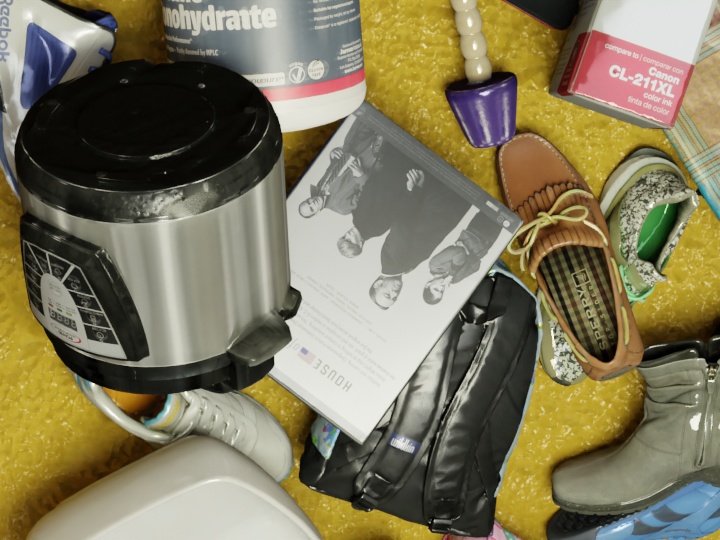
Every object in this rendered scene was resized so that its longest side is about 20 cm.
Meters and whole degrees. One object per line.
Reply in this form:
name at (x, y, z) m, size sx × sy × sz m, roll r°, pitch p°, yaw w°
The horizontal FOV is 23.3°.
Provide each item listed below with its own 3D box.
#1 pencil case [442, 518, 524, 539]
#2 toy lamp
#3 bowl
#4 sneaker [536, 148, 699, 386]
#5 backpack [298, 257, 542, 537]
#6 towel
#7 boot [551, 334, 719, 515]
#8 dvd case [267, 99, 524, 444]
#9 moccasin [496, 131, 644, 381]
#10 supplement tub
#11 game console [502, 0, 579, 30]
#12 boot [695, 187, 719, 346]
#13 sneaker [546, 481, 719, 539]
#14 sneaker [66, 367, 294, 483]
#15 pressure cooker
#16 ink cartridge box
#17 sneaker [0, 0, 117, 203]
pencil case at (0.150, 0.268, 1.425) m, size 0.200 × 0.087 × 0.088 m, roll 32°, pitch 94°, yaw -19°
toy lamp at (0.079, -0.191, 1.301) m, size 0.058 × 0.058 × 0.201 m, roll -15°, pitch 105°, yaw -11°
bowl at (-0.139, 0.204, 1.298) m, size 0.199 × 0.075 × 0.200 m, roll -29°, pitch 138°, yaw 9°
sneaker at (0.201, 0.003, 1.365) m, size 0.077 × 0.089 × 0.201 m, roll 23°, pitch 98°, yaw -19°
backpack at (0.056, 0.077, 1.329) m, size 0.162 × 0.154 × 0.201 m, roll 16°, pitch 113°, yaw -10°
towel at (0.306, -0.127, 1.351) m, size 0.146 × 0.022 × 0.201 m, roll -31°, pitch 84°, yaw -5°
boot at (0.235, 0.114, 1.384) m, size 0.199 × 0.068 × 0.131 m, roll -14°, pitch 118°, yaw 13°
dvd case at (0.000, 0.000, 1.250) m, size 0.150 × 0.025 × 0.200 m, roll 37°, pitch 84°, yaw -1°
moccasin at (0.152, -0.014, 1.318) m, size 0.073 × 0.078 × 0.202 m, roll -18°, pitch 74°, yaw 10°
supplement tub at (-0.070, -0.204, 1.211) m, size 0.140 × 0.140 × 0.201 m, roll -8°, pitch 106°, yaw -13°
game console at (0.119, -0.296, 1.259) m, size 0.176 × 0.031 × 0.201 m, roll 22°, pitch 86°, yaw -31°
boot at (0.321, -0.013, 1.402) m, size 0.198 × 0.073 × 0.163 m, roll -37°, pitch 111°, yaw -8°
sneaker at (0.253, 0.202, 1.444) m, size 0.199 × 0.066 × 0.079 m, roll -23°, pitch 113°, yaw -8°
sneaker at (-0.134, 0.111, 1.309) m, size 0.200 × 0.081 × 0.077 m, roll 32°, pitch 93°, yaw -21°
pressure cooker at (-0.129, -0.015, 1.143) m, size 0.178 × 0.176 × 0.201 m, roll -4°, pitch 128°, yaw -3°
ink cartridge box at (0.212, -0.210, 1.267) m, size 0.082 × 0.146 × 0.201 m, roll 19°, pitch 95°, yaw 0°
sneaker at (-0.212, -0.125, 1.227) m, size 0.115 × 0.081 × 0.200 m, roll -24°, pitch 107°, yaw -5°
